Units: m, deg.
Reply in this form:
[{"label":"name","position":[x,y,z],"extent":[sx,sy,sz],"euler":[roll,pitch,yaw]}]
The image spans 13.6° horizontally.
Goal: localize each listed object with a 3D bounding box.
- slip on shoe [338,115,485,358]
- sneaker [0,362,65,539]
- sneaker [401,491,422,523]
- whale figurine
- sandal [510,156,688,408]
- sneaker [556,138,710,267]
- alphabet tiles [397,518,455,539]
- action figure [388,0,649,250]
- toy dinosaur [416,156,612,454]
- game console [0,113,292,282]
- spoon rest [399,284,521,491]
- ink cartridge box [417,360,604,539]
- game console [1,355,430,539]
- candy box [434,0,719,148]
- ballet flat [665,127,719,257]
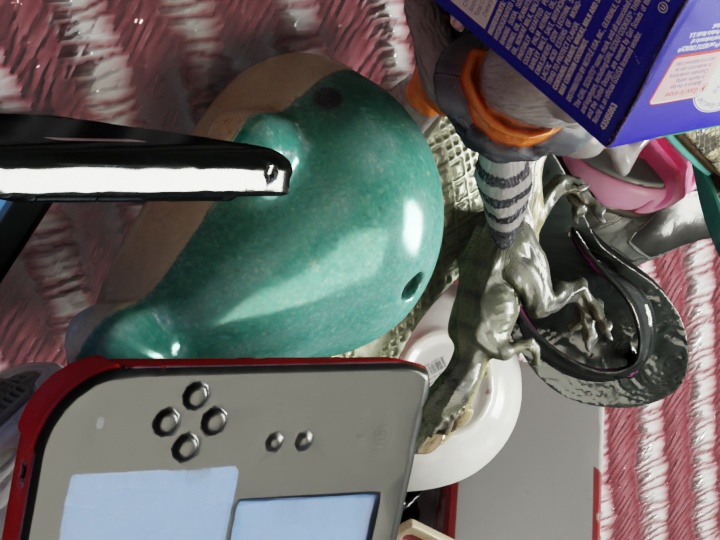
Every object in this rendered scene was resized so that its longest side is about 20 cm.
[{"label":"slip on shoe","position":[0.000,0.000,1.364],"extent":[0.074,0.061,0.201],"euler":[37,81,-46]},{"label":"sneaker","position":[-0.170,0.132,1.201],"extent":[0.200,0.078,0.100],"euler":[-39,114,-17]},{"label":"sneaker","position":[0.005,0.133,1.511],"extent":[0.066,0.090,0.201],"euler":[-11,135,-54]},{"label":"whale figurine","position":[-0.040,0.004,1.216],"extent":[0.200,0.103,0.160],"euler":[-47,158,-39]},{"label":"sandal","position":[0.099,0.012,1.454],"extent":[0.075,0.048,0.201],"euler":[-33,129,10]},{"label":"sneaker","position":[0.149,-0.036,1.543],"extent":[0.199,0.079,0.096],"euler":[-2,134,-48]},{"label":"alphabet tiles","position":[0.013,0.181,1.474],"extent":[0.199,0.006,0.166],"euler":[29,132,-36]},{"label":"action figure","position":[0.090,-0.064,1.233],"extent":[0.193,0.199,0.105],"euler":[62,47,-82]},{"label":"toy dinosaur","position":[0.075,-0.009,1.365],"extent":[0.088,0.047,0.201],"euler":[8,95,-43]},{"label":"game console","position":[-0.149,0.003,1.066],"extent":[0.200,0.175,0.117],"euler":[-3,101,-57]},{"label":"spoon rest","position":[-0.009,0.074,1.432],"extent":[0.199,0.100,0.061],"euler":[-26,-174,-26]},{"label":"ink cartridge box","position":[0.068,0.166,1.587],"extent":[0.147,0.082,0.201],"euler":[-84,-175,-45]},{"label":"game console","position":[-0.063,0.128,1.181],"extent":[0.176,0.031,0.201],"euler":[2,110,-30]},{"label":"candy box","position":[0.084,-0.139,1.133],"extent":[0.169,0.200,0.077],"euler":[-12,138,-50]},{"label":"ballet flat","position":[0.178,-0.064,1.421],"extent":[0.075,0.068,0.200],"euler":[-31,141,6]}]
